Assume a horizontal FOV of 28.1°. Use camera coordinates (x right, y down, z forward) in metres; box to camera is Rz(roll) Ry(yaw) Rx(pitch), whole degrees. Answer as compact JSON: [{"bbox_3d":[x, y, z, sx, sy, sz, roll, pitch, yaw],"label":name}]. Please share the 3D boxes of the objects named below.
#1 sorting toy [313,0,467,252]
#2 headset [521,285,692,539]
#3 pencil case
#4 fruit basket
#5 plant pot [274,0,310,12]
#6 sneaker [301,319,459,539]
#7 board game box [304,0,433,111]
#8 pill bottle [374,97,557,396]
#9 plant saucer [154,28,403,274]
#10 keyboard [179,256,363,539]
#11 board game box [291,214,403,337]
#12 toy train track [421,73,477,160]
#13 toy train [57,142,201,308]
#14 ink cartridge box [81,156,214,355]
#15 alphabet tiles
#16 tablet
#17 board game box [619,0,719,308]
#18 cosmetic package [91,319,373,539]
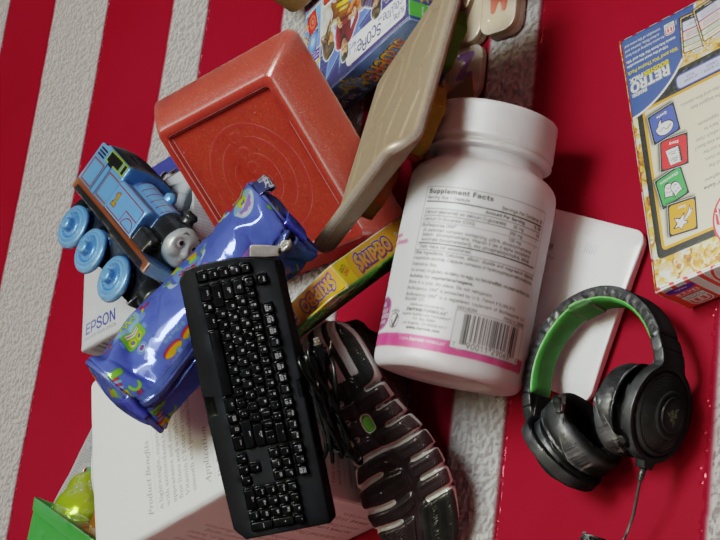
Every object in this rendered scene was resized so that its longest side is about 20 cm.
[{"bbox_3d":[0.035,-0.124,1.112,0.185,0.036,0.202,-49,17,59],"label":"sorting toy"},{"bbox_3d":[0.159,0.104,0.967,0.123,0.093,0.202,-30,55,38],"label":"headset"},{"bbox_3d":[-0.114,0.026,1.071,0.200,0.078,0.087,-48,21,-5],"label":"pencil case"},{"bbox_3d":[-0.232,0.220,1.389,0.184,0.094,0.201,16,72,50],"label":"fruit basket"},{"bbox_3d":[-0.108,-0.373,1.344,0.187,0.198,0.188,-48,27,35],"label":"plant pot"},{"bbox_3d":[0.032,0.123,1.128,0.075,0.115,0.202,-25,91,20],"label":"sneaker"},{"bbox_3d":[0.007,-0.233,1.281,0.200,0.034,0.137,-32,52,56],"label":"board game box"},{"bbox_3d":[0.083,-0.017,1.067,0.113,0.113,0.203,2,76,48],"label":"pill bottle"},{"bbox_3d":[-0.081,-0.084,1.257,0.199,0.201,0.037,-20,17,42],"label":"plant saucer"},{"bbox_3d":[-0.061,0.088,1.018,0.040,0.103,0.203,-106,3,-82],"label":"keyboard"},{"bbox_3d":[0.000,0.000,1.123,0.030,0.200,0.095,48,129,2],"label":"board game box"},{"bbox_3d":[0.068,-0.161,1.217,0.114,0.032,0.202,-34,52,47],"label":"toy train track"},{"bbox_3d":[-0.222,-0.036,1.403,0.115,0.086,0.200,-55,43,8],"label":"toy train"},{"bbox_3d":[-0.218,-0.033,1.491,0.199,0.040,0.202,-26,57,40],"label":"ink cartridge box"},{"bbox_3d":[0.068,-0.234,1.269,0.199,0.014,0.198,-10,67,47],"label":"alphabet tiles"},{"bbox_3d":[0.125,0.013,1.106,0.199,0.014,0.132,19,90,51],"label":"tablet"},{"bbox_3d":[0.258,-0.095,0.972,0.151,0.046,0.202,-25,58,40],"label":"board game box"},{"bbox_3d":[-0.101,0.146,1.189,0.199,0.164,0.167,-31,53,36],"label":"cosmetic package"}]
